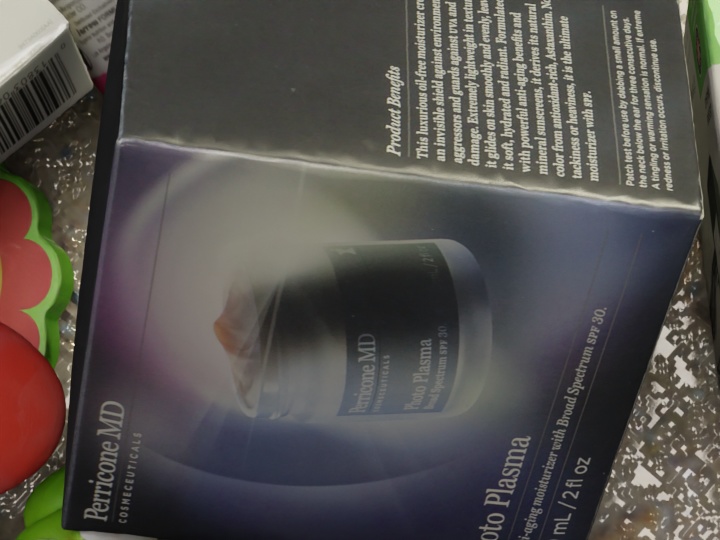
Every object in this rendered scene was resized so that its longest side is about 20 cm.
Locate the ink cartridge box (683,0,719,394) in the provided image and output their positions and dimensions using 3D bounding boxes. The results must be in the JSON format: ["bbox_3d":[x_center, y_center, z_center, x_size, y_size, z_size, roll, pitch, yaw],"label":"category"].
[{"bbox_3d":[0.174,-0.010,1.025,0.083,0.146,0.201,-6,78,3],"label":"ink cartridge box"}]

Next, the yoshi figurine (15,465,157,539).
[{"bbox_3d":[-0.128,0.146,1.059,0.200,0.112,0.112,-39,119,-18],"label":"yoshi figurine"}]

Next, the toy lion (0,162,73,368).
[{"bbox_3d":[-0.213,-0.023,1.105,0.199,0.069,0.193,9,87,6],"label":"toy lion"}]

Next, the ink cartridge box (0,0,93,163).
[{"bbox_3d":[-0.203,-0.108,1.014,0.109,0.050,0.200,-40,66,-11],"label":"ink cartridge box"}]

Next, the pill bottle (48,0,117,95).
[{"bbox_3d":[-0.107,-0.168,1.021,0.113,0.113,0.200,-39,102,-4],"label":"pill bottle"}]

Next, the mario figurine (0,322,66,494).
[{"bbox_3d":[-0.204,0.046,1.024,0.199,0.124,0.106,5,48,12],"label":"mario figurine"}]

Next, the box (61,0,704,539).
[{"bbox_3d":[0.000,0.000,0.979,0.197,0.201,0.124,7,44,-6],"label":"box"}]
